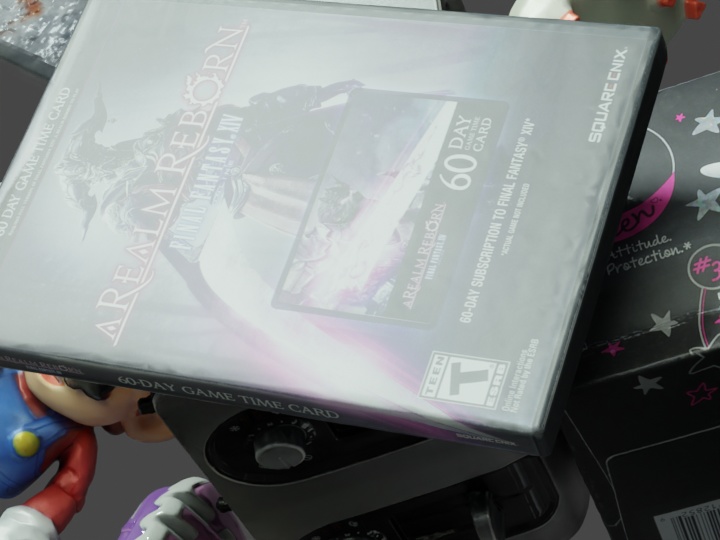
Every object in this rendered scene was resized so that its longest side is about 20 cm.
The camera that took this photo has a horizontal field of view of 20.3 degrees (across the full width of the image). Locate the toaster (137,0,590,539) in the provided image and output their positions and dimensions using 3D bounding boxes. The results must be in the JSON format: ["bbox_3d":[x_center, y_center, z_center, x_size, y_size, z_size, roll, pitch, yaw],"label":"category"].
[{"bbox_3d":[0.000,0.000,0.720,0.118,0.181,0.200,-14,53,10],"label":"toaster"}]

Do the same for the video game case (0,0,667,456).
[{"bbox_3d":[-0.019,-0.023,0.618,0.199,0.019,0.143,8,60,22],"label":"video game case"}]

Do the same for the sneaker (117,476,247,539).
[{"bbox_3d":[-0.101,0.158,0.706,0.088,0.081,0.200,-9,42,32],"label":"sneaker"}]

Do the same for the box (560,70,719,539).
[{"bbox_3d":[0.162,0.005,0.674,0.199,0.132,0.115,-17,49,10],"label":"box"}]

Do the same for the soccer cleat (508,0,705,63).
[{"bbox_3d":[0.116,-0.141,0.847,0.077,0.069,0.200,25,62,40],"label":"soccer cleat"}]

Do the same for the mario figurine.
[{"bbox_3d":[-0.139,0.047,0.781,0.200,0.124,0.106,-33,24,7],"label":"mario figurine"}]
